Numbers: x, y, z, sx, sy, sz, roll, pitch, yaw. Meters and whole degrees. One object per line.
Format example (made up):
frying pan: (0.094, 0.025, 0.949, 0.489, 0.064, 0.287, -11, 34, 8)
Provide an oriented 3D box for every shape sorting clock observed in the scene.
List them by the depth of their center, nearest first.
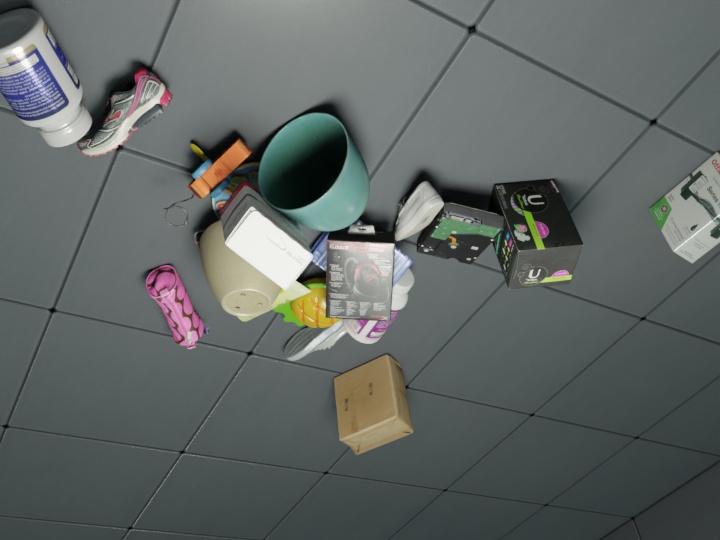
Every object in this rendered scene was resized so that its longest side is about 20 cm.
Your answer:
shape sorting clock: (-0.206, -0.140, 1.583, 0.195, 0.040, 0.202, -7, 138, -6)

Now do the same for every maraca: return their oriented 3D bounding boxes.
maraca: (-0.113, 0.081, 1.799, 0.196, 0.109, 0.138, -16, 133, 27)

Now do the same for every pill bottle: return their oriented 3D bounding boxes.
pill bottle: (-0.528, -0.308, 1.262, 0.117, 0.121, 0.202, -15, 138, 4)
pill bottle: (0.045, 0.071, 1.817, 0.110, 0.114, 0.201, 13, 133, -26)

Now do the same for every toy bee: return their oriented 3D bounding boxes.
toy bee: (-0.298, -0.184, 1.486, 0.196, 0.109, 0.133, -23, 108, -6)

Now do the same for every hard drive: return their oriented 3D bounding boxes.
hard drive: (0.215, -0.079, 1.684, 0.136, 0.039, 0.200, 12, 157, -8)

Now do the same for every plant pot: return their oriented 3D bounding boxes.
plant pot: (-0.072, -0.169, 1.473, 0.198, 0.204, 0.161, -26, 146, 16)

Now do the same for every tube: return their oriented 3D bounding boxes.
tube: (-0.207, 0.063, 1.759, 0.198, 0.053, 0.058, -25, 177, 34)

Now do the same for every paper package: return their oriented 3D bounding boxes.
paper package: (0.030, 0.358, 2.062, 0.188, 0.203, 0.104, -25, 137, 17)

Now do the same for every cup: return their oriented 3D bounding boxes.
cup: (-0.233, 0.008, 1.576, 0.195, 0.146, 0.202, -4, 146, -3)

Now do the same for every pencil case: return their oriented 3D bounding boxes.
pencil case: (-0.416, 0.085, 1.739, 0.089, 0.095, 0.202, -14, 138, 3)

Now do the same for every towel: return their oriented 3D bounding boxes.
towel: (-0.001, -0.028, 1.701, 0.198, 0.024, 0.145, 35, 113, -11)

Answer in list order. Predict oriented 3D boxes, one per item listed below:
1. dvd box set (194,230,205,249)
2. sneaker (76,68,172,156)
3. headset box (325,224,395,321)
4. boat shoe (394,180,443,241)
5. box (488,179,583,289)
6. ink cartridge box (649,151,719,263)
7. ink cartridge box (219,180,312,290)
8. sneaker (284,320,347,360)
dvd box set: (-0.255, -0.030, 1.673, 0.143, 0.030, 0.201, -12, 145, 8)
sneaker: (-0.426, -0.278, 1.361, 0.198, 0.081, 0.075, -35, 120, 13)
headset box: (0.000, 0.000, 1.657, 0.145, 0.075, 0.205, 2, 112, 2)
boat shoe: (0.112, -0.126, 1.647, 0.071, 0.070, 0.200, -23, 168, -19)
box: (0.370, -0.079, 1.662, 0.145, 0.203, 0.126, -6, 139, -7)
ink cartridge box: (0.775, -0.142, 1.732, 0.082, 0.149, 0.200, 22, 128, -31)
ink cartridge box: (-0.176, -0.068, 1.407, 0.144, 0.200, 0.085, 38, 98, -22)
sneaker: (-0.103, 0.174, 1.924, 0.198, 0.074, 0.071, -33, 131, 22)
